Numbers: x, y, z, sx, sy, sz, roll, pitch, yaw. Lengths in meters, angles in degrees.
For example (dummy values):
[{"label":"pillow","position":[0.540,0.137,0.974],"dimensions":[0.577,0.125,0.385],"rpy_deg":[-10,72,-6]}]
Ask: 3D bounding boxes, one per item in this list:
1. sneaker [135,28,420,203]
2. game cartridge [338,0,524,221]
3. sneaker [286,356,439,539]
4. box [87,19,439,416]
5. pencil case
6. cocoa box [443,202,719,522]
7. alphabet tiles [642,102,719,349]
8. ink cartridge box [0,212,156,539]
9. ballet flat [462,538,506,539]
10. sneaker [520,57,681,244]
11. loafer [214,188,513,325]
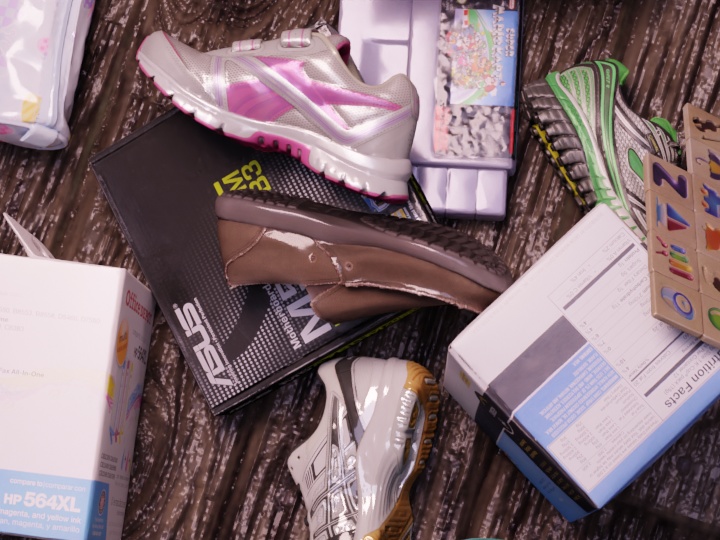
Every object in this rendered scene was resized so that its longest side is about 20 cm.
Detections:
[{"label":"sneaker","position":[-0.046,-0.117,1.194],"dimensions":[0.199,0.081,0.089],"rpy_deg":[23,91,7]},{"label":"game cartridge","position":[0.046,-0.137,1.287],"dimensions":[0.129,0.038,0.201],"rpy_deg":[2,81,8]},{"label":"sneaker","position":[-0.011,0.154,1.232],"dimensions":[0.087,0.076,0.201],"rpy_deg":[11,80,23]},{"label":"box","position":[-0.057,-0.034,1.250],"dimensions":[0.192,0.048,0.201],"rpy_deg":[-28,81,9]},{"label":"pencil case","position":[-0.221,-0.183,1.281],"dimensions":[0.090,0.083,0.201],"rpy_deg":[8,82,27]},{"label":"cocoa box","position":[0.141,0.065,1.163],"dimensions":[0.133,0.200,0.131],"rpy_deg":[-43,82,-5]},{"label":"alphabet tiles","position":[0.242,-0.015,1.131],"dimensions":[0.167,0.008,0.201],"rpy_deg":[24,43,-18]},{"label":"ink cartridge box","position":[-0.212,0.072,1.217],"dimensions":[0.124,0.129,0.201],"rpy_deg":[7,82,4]},{"label":"ballet flat","position":[0.035,0.225,1.190],"dimensions":[0.199,0.070,0.067],"rpy_deg":[-15,62,-44]},{"label":"sneaker","position":[0.188,-0.055,1.243],"dimensions":[0.085,0.078,0.201],"rpy_deg":[-28,80,-2]},{"label":"loafer","position":[0.000,0.000,1.183],"dimensions":[0.199,0.073,0.071],"rpy_deg":[14,102,18]}]
